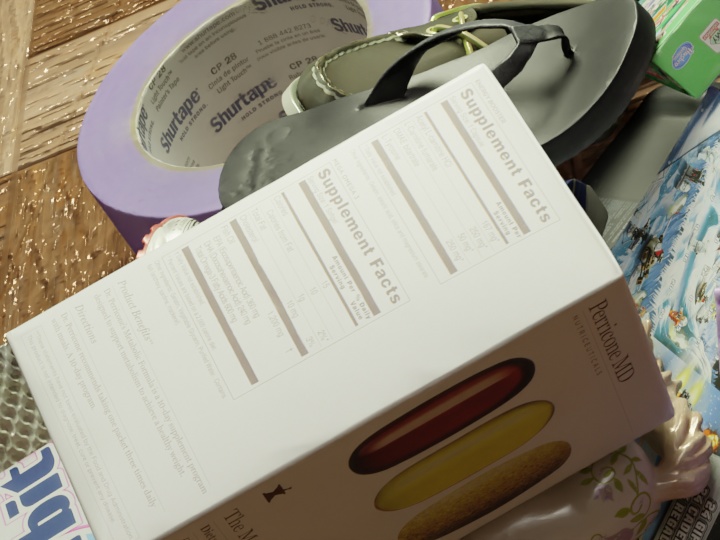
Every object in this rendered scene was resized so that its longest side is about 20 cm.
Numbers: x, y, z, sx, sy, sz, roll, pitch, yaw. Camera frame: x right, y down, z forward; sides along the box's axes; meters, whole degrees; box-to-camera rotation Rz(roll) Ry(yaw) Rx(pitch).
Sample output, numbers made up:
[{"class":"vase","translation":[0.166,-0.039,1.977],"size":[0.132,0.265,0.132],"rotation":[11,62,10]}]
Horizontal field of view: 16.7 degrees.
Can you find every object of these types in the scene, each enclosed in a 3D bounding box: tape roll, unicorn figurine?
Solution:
[{"class":"tape roll","translation":[-0.037,-0.071,1.251],"size":[0.200,0.085,0.200],"rotation":[-19,40,17]},{"class":"unicorn figurine","translation":[0.048,0.107,0.933],"size":[0.200,0.074,0.137],"rotation":[-43,51,10]}]

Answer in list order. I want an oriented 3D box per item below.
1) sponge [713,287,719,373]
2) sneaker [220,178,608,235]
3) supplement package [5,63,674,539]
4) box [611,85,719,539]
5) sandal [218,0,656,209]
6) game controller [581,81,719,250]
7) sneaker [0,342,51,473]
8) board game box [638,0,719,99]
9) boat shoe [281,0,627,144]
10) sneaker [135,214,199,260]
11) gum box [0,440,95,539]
[{"class":"sponge","translation":[0.231,0.053,0.877],"size":[0.200,0.030,0.112],"rotation":[-5,86,14]},{"class":"sneaker","translation":[-0.001,0.000,1.084],"size":[0.199,0.115,0.081],"rotation":[-24,31,34]},{"class":"supplement package","translation":[-0.005,0.038,0.890],"size":[0.200,0.114,0.110],"rotation":[-30,56,0]},{"class":"box","translation":[0.139,0.040,0.974],"size":[0.200,0.040,0.137],"rotation":[-59,38,6]},{"class":"sandal","translation":[0.027,-0.064,1.017],"size":[0.200,0.043,0.076],"rotation":[-21,42,18]},{"class":"game controller","translation":[0.123,-0.013,1.116],"size":[0.200,0.042,0.104],"rotation":[-50,25,-22]},{"class":"sneaker","translation":[-0.211,0.119,1.176],"size":[0.099,0.070,0.200],"rotation":[-17,38,27]},{"class":"board game box","translation":[0.189,-0.162,1.052],"size":[0.200,0.029,0.135],"rotation":[-49,8,5]},{"class":"boat shoe","translation":[0.053,-0.092,1.135],"size":[0.202,0.060,0.072],"rotation":[-8,53,-39]},{"class":"sneaker","translation":[-0.036,0.063,1.031],"size":[0.082,0.078,0.200],"rotation":[-26,71,-3]},{"class":"gum box","translation":[-0.109,0.158,1.017],"size":[0.113,0.066,0.200],"rotation":[-32,37,1]}]
